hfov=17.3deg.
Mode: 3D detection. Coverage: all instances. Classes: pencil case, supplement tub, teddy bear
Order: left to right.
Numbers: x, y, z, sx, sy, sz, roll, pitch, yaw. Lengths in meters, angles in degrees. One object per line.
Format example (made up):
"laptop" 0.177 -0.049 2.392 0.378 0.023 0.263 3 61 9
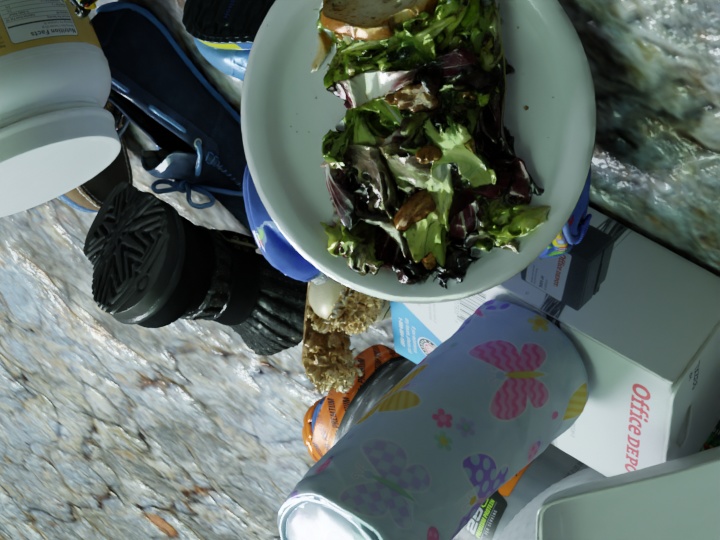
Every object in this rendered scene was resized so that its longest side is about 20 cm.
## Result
"supplement tub" -0.241 -0.144 1.474 0.201 0.144 0.144 67 159 10
"teddy bear" 0.000 0.000 1.473 0.066 0.146 0.200 7 156 0
"pencil case" 0.033 -0.040 1.325 0.199 0.078 0.087 -6 111 21
"pencil case" 0.044 0.103 1.306 0.091 0.200 0.083 51 144 -6
"supplement tub" 0.072 0.137 1.623 0.199 0.123 0.123 28 154 23

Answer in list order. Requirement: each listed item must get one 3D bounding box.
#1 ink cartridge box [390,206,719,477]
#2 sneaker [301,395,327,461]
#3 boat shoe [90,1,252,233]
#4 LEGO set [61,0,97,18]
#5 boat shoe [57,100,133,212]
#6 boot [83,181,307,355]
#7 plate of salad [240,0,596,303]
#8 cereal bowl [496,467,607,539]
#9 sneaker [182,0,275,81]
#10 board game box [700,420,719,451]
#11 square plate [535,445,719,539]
"ink cartridge box" 0.119 0.031 1.414 0.199 0.084 0.145 30 153 21
"sneaker" 0.043 0.162 1.775 0.200 0.075 0.078 38 153 0
"boat shoe" -0.124 -0.087 1.581 0.200 0.069 0.084 47 155 -17
"LEGO set" -0.171 -0.257 1.349 0.200 0.116 0.154 55 -178 -23
"boat shoe" -0.201 -0.111 1.648 0.072 0.072 0.200 17 148 38
"boot" -0.099 0.012 1.615 0.157 0.080 0.211 31 -171 -18
"plate of salad" 0.026 -0.081 1.255 0.200 0.201 0.048 34 -164 11
"cereal bowl" 0.151 0.204 1.509 0.083 0.200 0.200 45 169 52
"sneaker" -0.012 -0.123 1.376 0.200 0.066 0.078 19 163 37
"board game box" 0.278 0.176 1.518 0.104 0.023 0.200 19 149 35
"square plate" 0.192 0.169 1.411 0.199 0.199 0.029 87 164 -44
